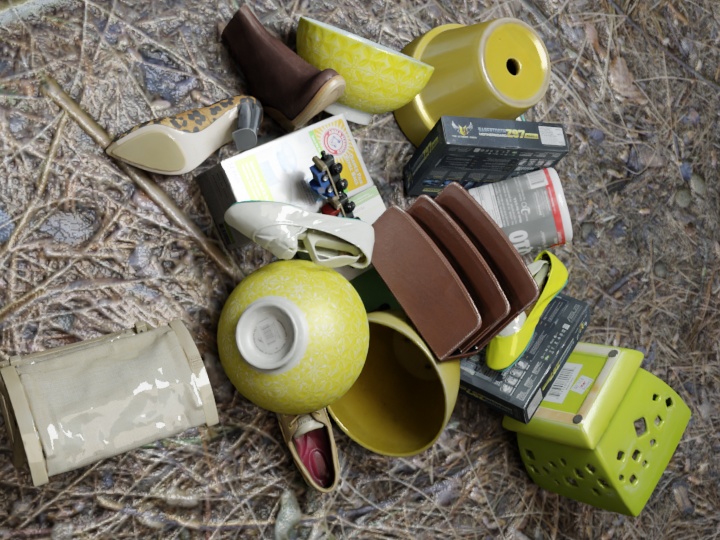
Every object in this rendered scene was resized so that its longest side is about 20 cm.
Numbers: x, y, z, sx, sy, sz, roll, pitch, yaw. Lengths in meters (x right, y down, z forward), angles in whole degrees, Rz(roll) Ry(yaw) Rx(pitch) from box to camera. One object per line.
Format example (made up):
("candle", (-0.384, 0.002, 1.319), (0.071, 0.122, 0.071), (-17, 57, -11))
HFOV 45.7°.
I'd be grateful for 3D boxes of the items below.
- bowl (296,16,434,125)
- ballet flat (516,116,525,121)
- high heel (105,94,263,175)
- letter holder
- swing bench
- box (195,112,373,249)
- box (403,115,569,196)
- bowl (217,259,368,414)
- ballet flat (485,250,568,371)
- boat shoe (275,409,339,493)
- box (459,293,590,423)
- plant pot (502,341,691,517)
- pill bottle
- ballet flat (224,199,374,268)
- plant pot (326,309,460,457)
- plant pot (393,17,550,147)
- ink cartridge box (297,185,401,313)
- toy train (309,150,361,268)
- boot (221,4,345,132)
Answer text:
("bowl", (-0.007, -0.268, 1.191), (0.199, 0.200, 0.108), (12, 107, -27))
("ballet flat", (0.264, -0.166, 1.383), (0.071, 0.072, 0.201), (-30, 98, -28))
("high heel", (-0.227, -0.186, 1.127), (0.198, 0.143, 0.072), (-7, 120, 0))
("letter holder", (0.116, -0.007, 1.106), (0.100, 0.142, 0.201), (0, 50, -57))
("swing bench", (-0.294, 0.137, 0.959), (0.198, 0.200, 0.131), (-15, 92, -30))
("box", (-0.101, -0.121, 1.150), (0.199, 0.101, 0.113), (-27, 98, -29))
("box", (0.182, -0.163, 1.262), (0.198, 0.158, 0.051), (1, 67, -18))
("bowl", (-0.098, 0.080, 1.061), (0.198, 0.108, 0.202), (-1, 84, 15))
("ballet flat", (0.230, 0.050, 1.227), (0.200, 0.067, 0.067), (-51, 127, -23))
("boat shoe", (-0.072, 0.203, 1.144), (0.074, 0.066, 0.201), (-24, 97, -10))
("box", (0.226, 0.109, 1.273), (0.200, 0.157, 0.051), (-52, 145, -24))
("plant pot", (0.343, 0.220, 1.288), (0.182, 0.198, 0.200), (50, 64, -29))
("pill bottle", (0.201, -0.071, 1.260), (0.198, 0.114, 0.115), (-15, 92, 9))
("ballet flat", (-0.069, -0.040, 1.054), (0.198, 0.069, 0.070), (9, 80, -26))
("plant pot", (0.059, 0.133, 1.180), (0.142, 0.199, 0.201), (-34, 102, -53))
("plant pot", (0.173, -0.281, 1.272), (0.199, 0.188, 0.203), (3, 84, -28))
("ink cartridge box", (0.000, 0.000, 1.226), (0.145, 0.048, 0.201), (-29, 97, -29))
("toy train", (-0.029, -0.075, 1.119), (0.046, 0.034, 0.201), (-30, 136, -11))
("boot", (-0.109, -0.268, 1.107), (0.072, 0.200, 0.167), (-40, 101, -21))
